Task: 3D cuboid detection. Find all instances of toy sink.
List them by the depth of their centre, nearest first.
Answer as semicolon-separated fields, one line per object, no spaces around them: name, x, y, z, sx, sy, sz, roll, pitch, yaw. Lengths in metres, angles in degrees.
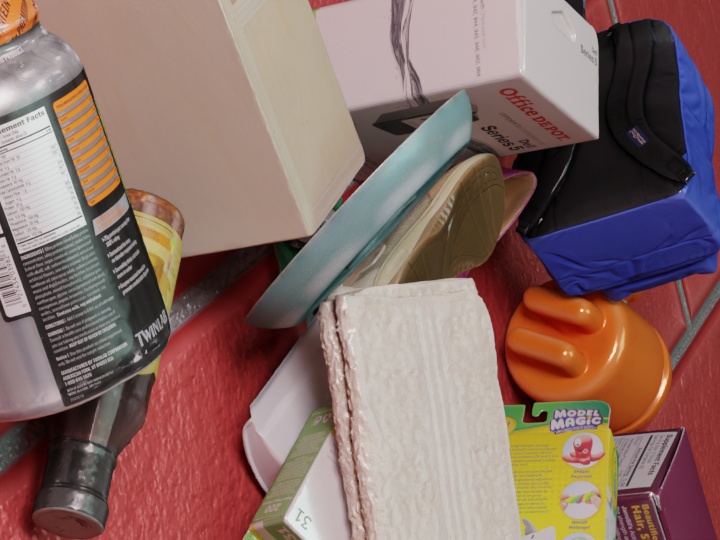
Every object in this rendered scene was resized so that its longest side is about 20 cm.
toy sink;-0.098;-0.122;1.232;0.201;0.130;0.112;68;29;-23

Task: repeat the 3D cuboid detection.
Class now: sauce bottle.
sauce bottle;-0.143;0.051;1.161;0.066;0.066;0.201;48;40;-48

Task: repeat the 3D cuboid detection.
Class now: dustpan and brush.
dustpan and brush;-0.020;0.133;1.410;0.201;0.057;0.140;61;41;-24

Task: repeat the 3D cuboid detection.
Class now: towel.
towel;0.038;0.105;1.319;0.132;0.034;0.202;-3;83;-41

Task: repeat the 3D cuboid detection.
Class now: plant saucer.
plant saucer;0.005;-0.032;1.295;0.027;0.200;0.200;43;31;2

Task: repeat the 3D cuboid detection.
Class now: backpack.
backpack;0.213;-0.089;1.694;0.168;0.161;0.201;50;32;-50

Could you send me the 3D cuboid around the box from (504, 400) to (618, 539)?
box;0.120;0.186;1.451;0.048;0.116;0.201;63;29;-56

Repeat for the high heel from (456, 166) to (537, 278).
high heel;0.087;-0.031;1.551;0.200;0.095;0.068;-68;140;-75

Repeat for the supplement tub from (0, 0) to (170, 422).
supplement tub;-0.181;-0.036;1.049;0.123;0.122;0.201;-46;122;-58

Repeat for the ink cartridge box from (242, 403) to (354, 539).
ink cartridge box;-0.014;0.203;1.303;0.146;0.048;0.201;45;51;-20

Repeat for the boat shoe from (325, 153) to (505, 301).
boat shoe;0.041;-0.022;1.431;0.200;0.065;0.073;-50;134;-46

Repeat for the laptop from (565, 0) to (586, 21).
laptop;0.069;-0.266;1.554;0.103;0.176;0.202;32;54;-56

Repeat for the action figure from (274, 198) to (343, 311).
action figure;0.000;0.000;1.479;0.200;0.054;0.119;44;46;-54

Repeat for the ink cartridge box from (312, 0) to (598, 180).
ink cartridge box;0.052;-0.135;1.454;0.145;0.199;0.085;27;59;-58

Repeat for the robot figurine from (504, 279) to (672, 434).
robot figurine;0.197;0.078;1.779;0.200;0.116;0.145;34;37;-54

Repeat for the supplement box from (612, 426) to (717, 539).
supplement box;0.158;0.205;1.567;0.103;0.199;0.132;-51;128;-55
